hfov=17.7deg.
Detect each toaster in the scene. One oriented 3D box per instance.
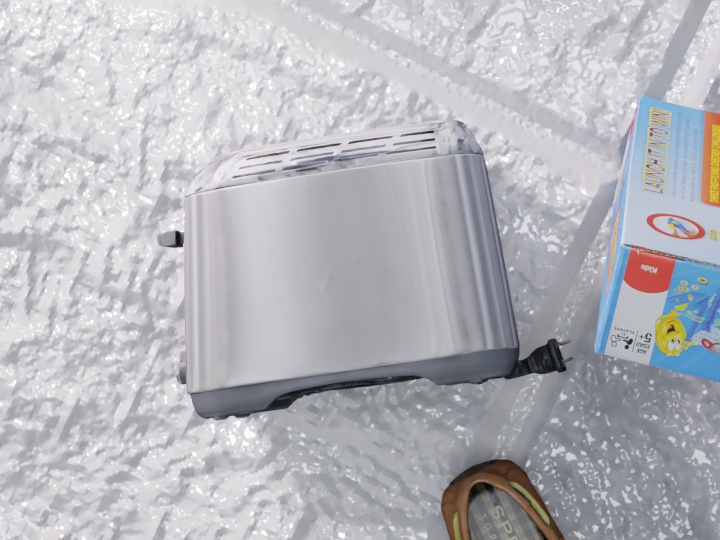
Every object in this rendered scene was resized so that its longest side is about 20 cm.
[{"bbox_3d":[0.000,0.000,1.158,0.198,0.114,0.130,-8,87,6],"label":"toaster"}]

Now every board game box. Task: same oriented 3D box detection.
[{"bbox_3d":[0.216,-0.004,1.099,0.194,0.200,0.056,13,115,4],"label":"board game box"}]

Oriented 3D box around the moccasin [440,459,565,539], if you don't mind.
[{"bbox_3d":[0.104,0.190,1.167,0.073,0.078,0.203,-22,89,4],"label":"moccasin"}]
